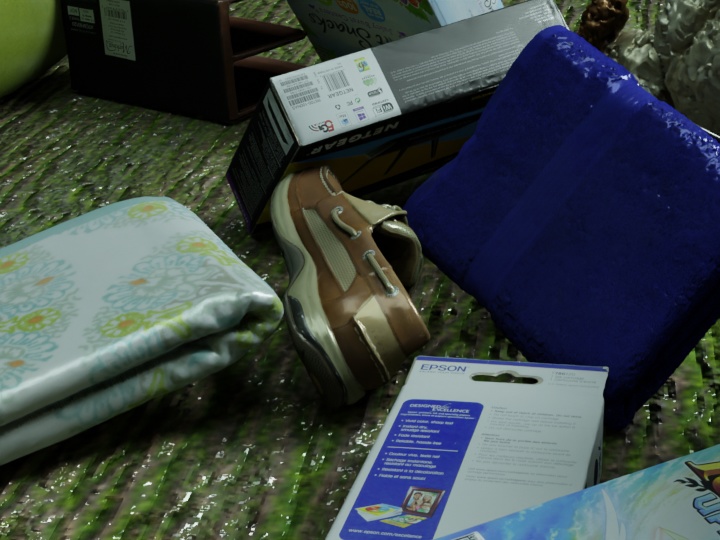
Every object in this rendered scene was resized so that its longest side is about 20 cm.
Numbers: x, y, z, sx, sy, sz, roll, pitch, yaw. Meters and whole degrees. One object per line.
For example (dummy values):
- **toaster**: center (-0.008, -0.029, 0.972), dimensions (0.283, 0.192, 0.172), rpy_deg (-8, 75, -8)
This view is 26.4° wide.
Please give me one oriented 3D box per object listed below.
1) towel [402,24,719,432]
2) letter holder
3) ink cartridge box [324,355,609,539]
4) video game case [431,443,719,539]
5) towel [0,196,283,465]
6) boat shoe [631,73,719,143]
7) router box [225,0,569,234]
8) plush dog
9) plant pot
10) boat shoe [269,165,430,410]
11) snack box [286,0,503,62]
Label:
- **towel**: center (0.119, -0.026, 0.798), dimensions (0.050, 0.148, 0.200), rpy_deg (28, 14, -42)
- **letter holder**: center (-0.136, -0.206, 1.313), dimensions (0.200, 0.101, 0.142), rpy_deg (15, 29, 38)
- **ink cartridge box**: center (0.048, 0.101, 0.659), dimensions (0.099, 0.039, 0.200), rpy_deg (2, 26, 17)
- **video game case**: center (0.125, 0.143, 0.492), dimensions (0.181, 0.045, 0.200), rpy_deg (-14, 37, -20)
- **towel**: center (-0.158, 0.031, 0.811), dimensions (0.200, 0.048, 0.171), rpy_deg (-24, 30, -15)
- **boat shoe**: center (0.186, -0.077, 0.894), dimensions (0.200, 0.057, 0.067), rpy_deg (33, 19, 1)
- **router box**: center (0.023, -0.098, 0.982), dimensions (0.200, 0.051, 0.149), rpy_deg (-20, -12, -21)
- **plush dog**: center (0.233, -0.124, 0.999), dimensions (0.172, 0.200, 0.161), rpy_deg (-13, 43, 56)
- **plant pot**: center (-0.332, -0.224, 1.323), dimensions (0.187, 0.187, 0.200), rpy_deg (7, 13, 25)
- **boat shoe**: center (0.000, 0.000, 0.836), dimensions (0.074, 0.076, 0.200), rpy_deg (-25, 32, 7)
- **snack box**: center (0.019, -0.219, 1.204), dimensions (0.200, 0.169, 0.068), rpy_deg (27, 68, 42)
